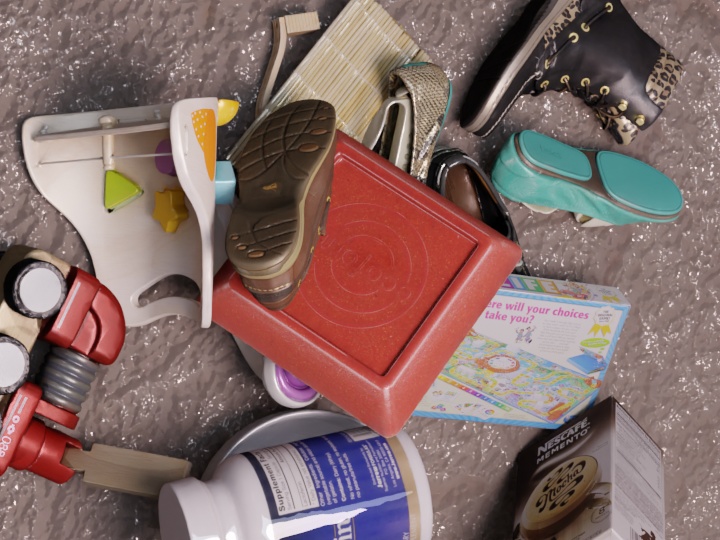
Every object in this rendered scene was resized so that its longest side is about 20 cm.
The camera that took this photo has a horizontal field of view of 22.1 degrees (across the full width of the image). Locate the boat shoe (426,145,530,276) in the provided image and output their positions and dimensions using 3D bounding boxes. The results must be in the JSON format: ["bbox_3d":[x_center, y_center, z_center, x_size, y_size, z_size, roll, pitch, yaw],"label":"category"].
[{"bbox_3d":[0.111,-0.015,1.635,0.072,0.068,0.201,-31,106,-19],"label":"boat shoe"}]

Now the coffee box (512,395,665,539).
[{"bbox_3d":[0.196,0.213,1.586,0.113,0.200,0.080,-36,108,23],"label":"coffee box"}]

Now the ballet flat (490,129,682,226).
[{"bbox_3d":[0.198,-0.075,1.665,0.199,0.070,0.068,15,52,-30],"label":"ballet flat"}]

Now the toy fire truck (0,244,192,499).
[{"bbox_3d":[-0.230,0.098,1.484,0.199,0.128,0.177,31,79,-30],"label":"toy fire truck"}]

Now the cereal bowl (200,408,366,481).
[{"bbox_3d":[-0.054,0.214,1.563,0.198,0.083,0.202,0,91,-21],"label":"cereal bowl"}]

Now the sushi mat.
[{"bbox_3d":[-0.024,-0.139,1.579,0.096,0.012,0.200,42,76,-18],"label":"sushi mat"}]

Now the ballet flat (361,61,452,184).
[{"bbox_3d":[0.027,-0.081,1.584,0.075,0.068,0.202,-1,107,-37],"label":"ballet flat"}]

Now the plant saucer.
[{"bbox_3d":[0.000,0.000,1.490,0.199,0.037,0.201,33,72,12],"label":"plant saucer"}]

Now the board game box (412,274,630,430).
[{"bbox_3d":[0.126,0.070,1.626,0.198,0.034,0.135,7,116,-21],"label":"board game box"}]

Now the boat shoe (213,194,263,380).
[{"bbox_3d":[-0.088,-0.002,1.560,0.068,0.072,0.201,-33,98,-35],"label":"boat shoe"}]

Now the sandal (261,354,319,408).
[{"bbox_3d":[-0.032,0.014,1.534,0.082,0.050,0.205,14,77,-38],"label":"sandal"}]

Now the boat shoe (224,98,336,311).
[{"bbox_3d":[-0.059,-0.054,1.456,0.068,0.071,0.201,74,22,-44],"label":"boat shoe"}]

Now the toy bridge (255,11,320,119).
[{"bbox_3d":[-0.055,-0.118,1.590,0.067,0.027,0.202,-10,94,-21],"label":"toy bridge"}]

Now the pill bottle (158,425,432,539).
[{"bbox_3d":[-0.052,0.194,1.459,0.198,0.116,0.117,-10,94,-20],"label":"pill bottle"}]

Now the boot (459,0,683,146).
[{"bbox_3d":[0.193,-0.168,1.664,0.150,0.073,0.201,40,71,-16],"label":"boot"}]

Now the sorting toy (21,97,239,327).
[{"bbox_3d":[-0.167,-0.043,1.484,0.106,0.199,0.182,-10,97,-45],"label":"sorting toy"}]
